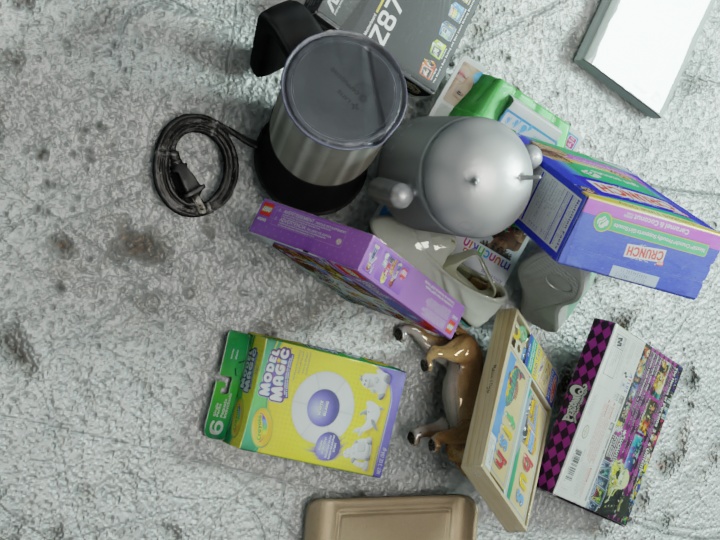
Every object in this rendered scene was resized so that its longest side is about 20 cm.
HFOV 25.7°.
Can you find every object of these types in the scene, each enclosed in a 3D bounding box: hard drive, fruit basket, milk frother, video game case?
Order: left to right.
[{"bbox_3d":[-0.081,-0.128,1.486,0.180,0.188,0.200,42,70,4],"label":"milk frother"},{"bbox_3d":[0.130,-0.096,1.666,0.185,0.094,0.201,30,84,-28],"label":"fruit basket"},{"bbox_3d":[0.282,0.174,1.779,0.181,0.036,0.201,28,81,-49],"label":"video game case"},{"bbox_3d":[0.333,-0.293,1.797,0.131,0.026,0.201,30,80,-28],"label":"hard drive"}]

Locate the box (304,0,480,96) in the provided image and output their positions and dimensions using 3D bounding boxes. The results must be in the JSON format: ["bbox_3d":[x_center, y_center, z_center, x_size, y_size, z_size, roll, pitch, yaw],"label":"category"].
[{"bbox_3d":[0.049,-0.305,1.622,0.161,0.049,0.201,31,80,-25],"label":"box"}]

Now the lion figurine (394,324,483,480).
[{"bbox_3d":[0.107,0.130,1.690,0.122,0.072,0.202,-5,94,-35],"label":"lion figurine"}]

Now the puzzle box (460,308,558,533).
[{"bbox_3d":[0.161,0.159,1.677,0.133,0.025,0.201,55,40,-43],"label":"puzzle box"}]

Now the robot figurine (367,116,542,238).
[{"bbox_3d":[0.090,-0.091,1.515,0.169,0.200,0.114,-21,104,-23],"label":"robot figurine"}]

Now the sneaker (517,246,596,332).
[{"bbox_3d":[0.224,-0.019,1.688,0.073,0.201,0.119,30,73,9],"label":"sneaker"}]

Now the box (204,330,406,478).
[{"bbox_3d":[-0.057,0.135,1.611,0.199,0.048,0.118,15,88,-28],"label":"box"}]

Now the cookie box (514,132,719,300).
[{"bbox_3d":[0.235,-0.058,1.572,0.170,0.200,0.076,15,108,-26],"label":"cookie box"}]

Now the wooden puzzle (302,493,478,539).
[{"bbox_3d":[0.026,0.331,1.688,0.199,0.037,0.187,3,94,-25],"label":"wooden puzzle"}]

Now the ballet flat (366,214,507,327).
[{"bbox_3d":[0.085,-0.011,1.625,0.200,0.069,0.070,40,76,-40],"label":"ballet flat"}]

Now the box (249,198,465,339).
[{"bbox_3d":[0.000,0.000,1.535,0.200,0.136,0.039,37,77,-54],"label":"box"}]
